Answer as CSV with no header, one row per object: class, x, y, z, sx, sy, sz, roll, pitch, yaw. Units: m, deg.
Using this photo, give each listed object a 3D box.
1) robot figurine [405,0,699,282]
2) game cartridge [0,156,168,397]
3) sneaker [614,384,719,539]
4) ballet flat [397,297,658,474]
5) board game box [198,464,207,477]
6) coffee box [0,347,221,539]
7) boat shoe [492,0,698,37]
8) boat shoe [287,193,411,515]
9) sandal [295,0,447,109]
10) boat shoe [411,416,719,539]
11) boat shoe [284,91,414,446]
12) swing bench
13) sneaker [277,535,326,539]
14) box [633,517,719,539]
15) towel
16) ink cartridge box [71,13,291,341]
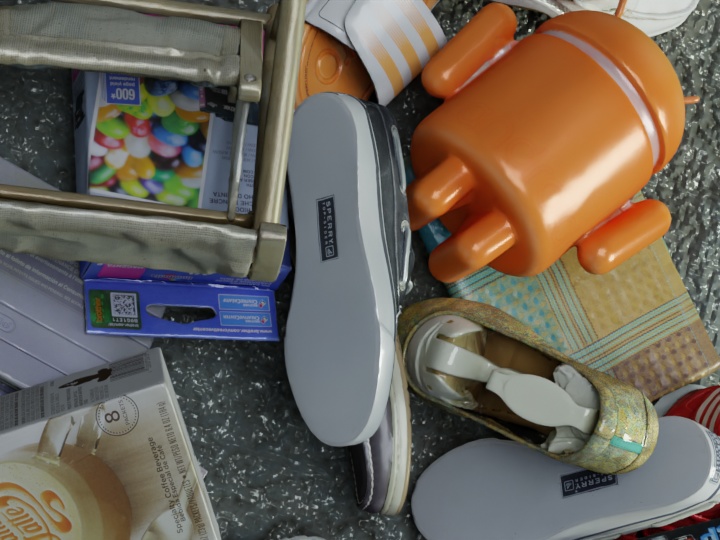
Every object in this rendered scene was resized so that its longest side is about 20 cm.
robot figurine,0.111,-0.074,1.717,0.200,0.117,0.144,-40,55,-21
game cartridge,-0.207,0.001,1.642,0.200,0.038,0.130,30,51,-16
sneaker,0.180,0.147,1.732,0.078,0.116,0.200,31,72,-12
ballet flat,0.079,0.062,1.674,0.071,0.200,0.071,-29,131,-40
board game box,-0.200,0.106,1.656,0.200,0.032,0.120,36,77,-11
coffee box,-0.185,0.131,1.585,0.200,0.080,0.114,-18,105,-2
boat shoe,0.143,-0.185,1.768,0.200,0.069,0.071,6,75,-39
boat shoe,-0.012,0.046,1.708,0.065,0.072,0.200,-5,80,-14
sandal,0.028,-0.165,1.742,0.207,0.059,0.079,-53,127,-18
boat shoe,0.128,0.127,1.705,0.066,0.200,0.072,26,52,-55
boat shoe,0.000,0.000,1.655,0.068,0.072,0.200,6,76,-50
swing bench,-0.137,-0.090,1.591,0.199,0.130,0.200,7,70,-5
sneaker,-0.083,0.206,1.658,0.200,0.088,0.081,-15,87,-43
box,0.202,0.220,1.719,0.200,0.046,0.159,-12,129,-20
towel,0.120,-0.002,1.779,0.147,0.022,0.200,-25,88,-21
ink cartridge box,-0.103,-0.058,1.679,0.119,0.042,0.200,4,67,-18
